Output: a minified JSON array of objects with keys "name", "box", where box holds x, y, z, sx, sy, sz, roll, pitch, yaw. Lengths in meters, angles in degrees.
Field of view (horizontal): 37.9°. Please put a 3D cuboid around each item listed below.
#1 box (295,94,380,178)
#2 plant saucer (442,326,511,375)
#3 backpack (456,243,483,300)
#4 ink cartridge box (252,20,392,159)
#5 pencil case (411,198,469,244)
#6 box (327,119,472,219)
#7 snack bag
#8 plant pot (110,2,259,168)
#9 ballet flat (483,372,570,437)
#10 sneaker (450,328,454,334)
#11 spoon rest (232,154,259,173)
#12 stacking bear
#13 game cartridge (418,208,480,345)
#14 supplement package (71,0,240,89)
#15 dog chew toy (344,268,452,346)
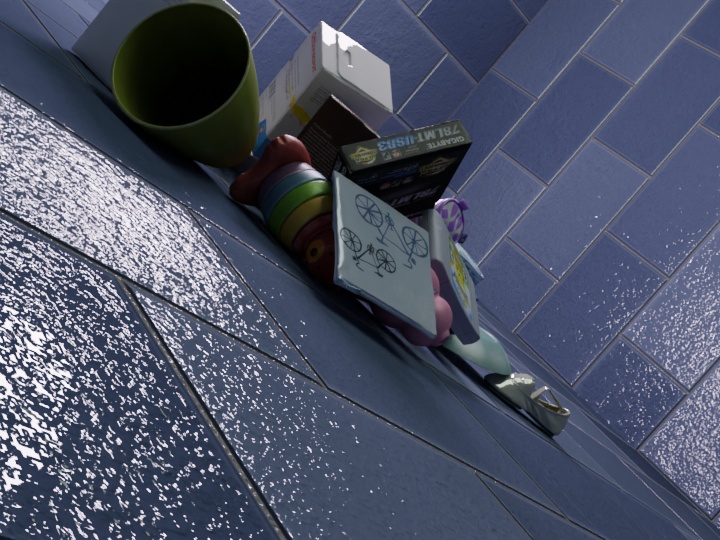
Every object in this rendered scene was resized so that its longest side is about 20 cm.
[{"name":"box","box":[-0.070,-0.159,1.590,0.100,0.200,0.075,40,9,-7]},{"name":"plant saucer","box":[0.183,0.114,1.822,0.200,0.039,0.201,27,10,-5]},{"name":"backpack","box":[0.147,-0.004,2.141,0.183,0.147,0.200,41,3,-25]},{"name":"ink cartridge box","box":[-0.063,-0.265,1.705,0.144,0.200,0.148,28,36,-26]},{"name":"pencil case","box":[0.080,-0.093,1.726,0.199,0.086,0.084,12,-27,38]},{"name":"box","box":[0.041,-0.126,1.524,0.050,0.199,0.199,63,-26,22]},{"name":"snack bag","box":[0.031,-0.017,1.383,0.188,0.021,0.201,31,39,-33]},{"name":"plant pot","box":[-0.212,-0.224,1.418,0.187,0.187,0.200,43,-9,23]},{"name":"ballet flat","box":[0.298,0.221,1.848,0.200,0.070,0.069,38,6,-27]},{"name":"sneaker","box":[0.128,0.041,1.759,0.078,0.090,0.200,4,24,-1]},{"name":"spoon rest","box":[-0.167,-0.172,1.758,0.200,0.061,0.099,43,8,10]},{"name":"stacking bear","box":[-0.069,-0.066,1.424,0.200,0.121,0.114,55,19,26]},{"name":"game cartridge","box":[0.140,0.017,1.625,0.134,0.040,0.200,-85,154,-43]},{"name":"supplement package","box":[-0.295,-0.346,1.517,0.117,0.200,0.117,43,6,22]},{"name":"dog chew toy","box":[0.055,0.024,1.497,0.200,0.124,0.124,51,8,14]}]
